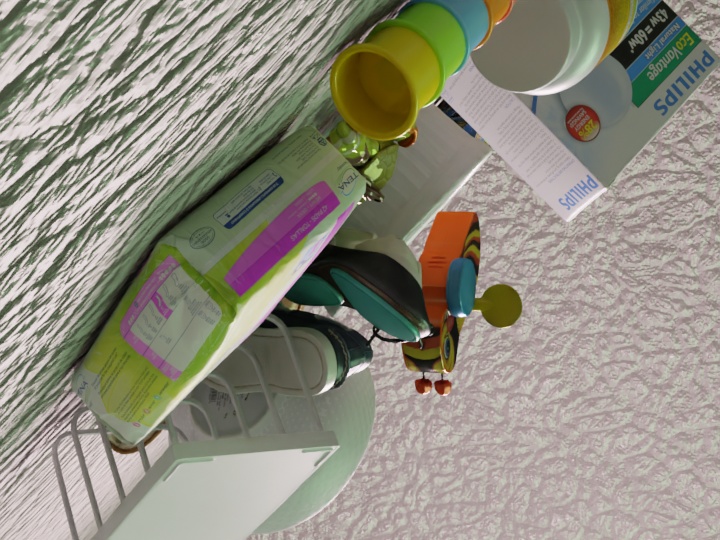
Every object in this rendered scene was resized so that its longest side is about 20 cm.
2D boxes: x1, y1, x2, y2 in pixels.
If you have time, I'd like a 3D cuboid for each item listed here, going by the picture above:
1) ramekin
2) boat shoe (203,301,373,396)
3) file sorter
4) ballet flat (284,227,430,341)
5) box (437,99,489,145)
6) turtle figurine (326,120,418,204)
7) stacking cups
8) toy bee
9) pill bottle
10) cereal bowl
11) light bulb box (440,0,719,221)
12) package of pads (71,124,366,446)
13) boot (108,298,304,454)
[{"bbox_3d":[0.012,-0.064,1.191,0.201,0.098,0.200,-47,178,-2],"label":"ramekin"},{"bbox_3d":[-0.073,0.060,1.124,0.061,0.076,0.198,-10,-174,-43],"label":"boat shoe"},{"bbox_3d":[-0.137,0.132,1.058,0.137,0.126,0.200,0,147,-37],"label":"file sorter"},{"bbox_3d":[0.000,0.000,1.036,0.073,0.073,0.199,-45,-152,-19],"label":"ballet flat"},{"bbox_3d":[0.138,-0.188,1.556,0.137,0.038,0.200,-47,-167,-8],"label":"box"},{"bbox_3d":[-0.011,-0.069,1.009,0.161,0.064,0.200,-44,-178,6],"label":"turtle figurine"},{"bbox_3d":[0.055,-0.149,0.865,0.061,0.060,0.200,-47,178,43],"label":"stacking cups"},{"bbox_3d":[0.054,0.041,1.133,0.199,0.130,0.110,-36,129,-39],"label":"toy bee"},{"bbox_3d":[0.150,-0.203,1.094,0.111,0.111,0.200,-47,178,29],"label":"pill bottle"},{"bbox_3d":[-0.089,0.121,1.203,0.200,0.200,0.083,-46,140,-2],"label":"cereal bowl"},{"bbox_3d":[0.219,-0.198,1.397,0.198,0.200,0.125,-46,179,-17],"label":"light bulb box"},{"bbox_3d":[-0.095,0.015,0.883,0.155,0.068,0.200,-45,177,-41],"label":"package of pads"},{"bbox_3d":[-0.146,0.086,1.346,0.175,0.066,0.200,-48,177,27],"label":"boot"}]
